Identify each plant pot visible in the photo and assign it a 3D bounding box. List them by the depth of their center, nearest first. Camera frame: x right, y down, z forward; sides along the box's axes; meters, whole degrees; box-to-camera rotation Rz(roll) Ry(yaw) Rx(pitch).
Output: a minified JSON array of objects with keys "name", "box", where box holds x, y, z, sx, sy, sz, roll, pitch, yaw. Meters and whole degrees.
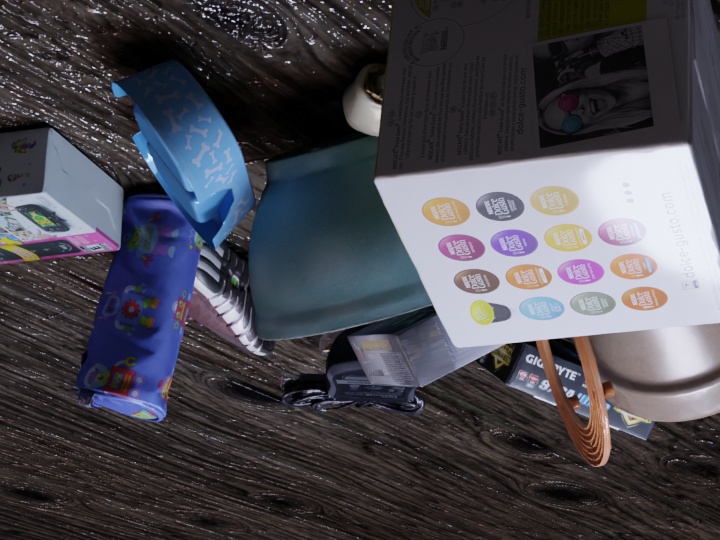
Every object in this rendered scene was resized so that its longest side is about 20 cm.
[{"name":"plant pot","box":[-0.002,-0.039,1.547,0.200,0.134,0.200,-15,-174,2]},{"name":"plant pot","box":[0.251,-0.001,1.660,0.200,0.201,0.175,-9,141,25]}]

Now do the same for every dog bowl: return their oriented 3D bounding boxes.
[{"name":"dog bowl","box":[-0.129,-0.090,1.507,0.050,0.112,0.200,-36,162,-8]}]

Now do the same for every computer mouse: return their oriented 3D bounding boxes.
[{"name":"computer mouse","box":[0.005,0.085,1.795,0.138,0.053,0.200,5,164,-7]}]

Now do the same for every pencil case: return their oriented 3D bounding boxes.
[{"name":"pencil case","box":[-0.190,0.031,1.711,0.087,0.200,0.078,7,164,16]}]

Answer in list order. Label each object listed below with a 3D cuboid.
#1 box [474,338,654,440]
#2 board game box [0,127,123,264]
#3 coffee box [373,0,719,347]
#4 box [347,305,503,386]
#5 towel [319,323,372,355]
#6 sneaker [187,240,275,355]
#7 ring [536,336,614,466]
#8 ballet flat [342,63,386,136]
[{"name":"box","box":[0.176,0.090,1.899,0.159,0.046,0.200,23,-175,-21]},{"name":"board game box","box":[-0.320,-0.057,1.665,0.200,0.064,0.148,-5,159,18]},{"name":"coffee box","box":[0.133,-0.090,1.299,0.197,0.200,0.200,-6,144,16]},{"name":"box","box":[0.085,0.037,1.602,0.158,0.048,0.200,-26,-178,-10]},{"name":"towel","box":[0.068,0.037,1.855,0.200,0.035,0.133,-11,-169,22]},{"name":"sneaker","box":[-0.159,0.019,1.878,0.115,0.076,0.200,-2,150,22]},{"name":"ring","box":[0.179,0.068,1.683,0.019,0.201,0.200,-15,161,-6]},{"name":"ballet flat","box":[0.087,-0.124,1.474,0.200,0.070,0.069,3,160,-4]}]
